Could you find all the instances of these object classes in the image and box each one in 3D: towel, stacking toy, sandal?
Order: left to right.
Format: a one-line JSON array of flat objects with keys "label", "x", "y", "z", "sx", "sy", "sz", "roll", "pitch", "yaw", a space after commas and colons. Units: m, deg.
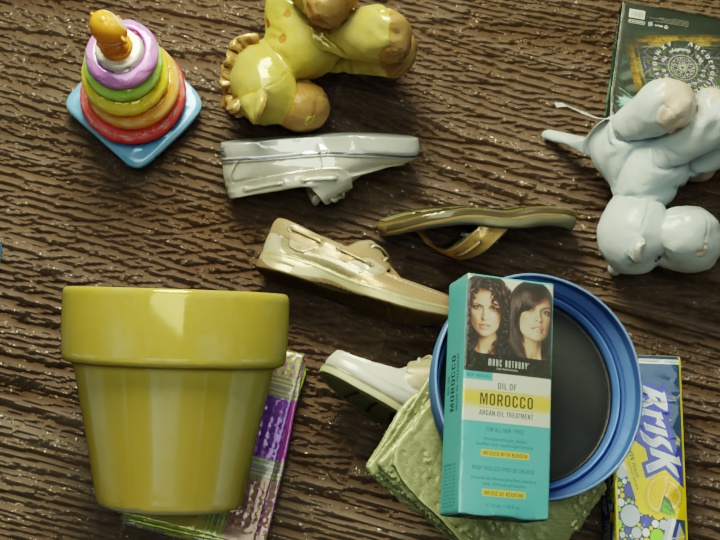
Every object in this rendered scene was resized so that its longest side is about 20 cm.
[{"label": "stacking toy", "x": -0.228, "y": -0.197, "z": 1.219, "sx": 0.116, "sy": 0.200, "sz": 0.110, "roll": 41, "pitch": 77, "yaw": 11}, {"label": "towel", "x": -0.139, "y": 0.162, "z": 1.207, "sx": 0.143, "sy": 0.023, "sz": 0.201, "roll": 12, "pitch": 73, "yaw": 3}, {"label": "sandal", "x": 0.116, "y": -0.037, "z": 1.253, "sx": 0.198, "sy": 0.080, "sz": 0.054, "roll": 0, "pitch": 95, "yaw": -6}, {"label": "towel", "x": 0.115, "y": 0.182, "z": 1.145, "sx": 0.200, "sy": 0.036, "sz": 0.149, "roll": 40, "pitch": 71, "yaw": -3}]

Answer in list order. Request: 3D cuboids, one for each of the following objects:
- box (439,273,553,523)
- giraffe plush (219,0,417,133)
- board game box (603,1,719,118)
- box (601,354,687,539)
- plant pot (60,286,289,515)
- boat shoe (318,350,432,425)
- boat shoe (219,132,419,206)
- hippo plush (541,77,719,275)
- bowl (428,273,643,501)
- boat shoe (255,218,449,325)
[{"label": "box", "x": 0.116, "y": 0.108, "z": 1.075, "sx": 0.082, "sy": 0.049, "sz": 0.201, "roll": 7, "pitch": 75, "yaw": -14}, {"label": "giraffe plush", "x": -0.063, "y": -0.209, "z": 1.260, "sx": 0.199, "sy": 0.173, "sz": 0.163, "roll": 31, "pitch": 90, "yaw": 6}, {"label": "board game box", "x": 0.359, "y": -0.197, "z": 1.322, "sx": 0.199, "sy": 0.028, "sz": 0.136, "roll": 11, "pitch": 74, "yaw": 1}, {"label": "box", "x": 0.262, "y": 0.182, "z": 1.188, "sx": 0.070, "sy": 0.064, "sz": 0.201, "roll": 2, "pitch": 74, "yaw": -1}, {"label": "plant pot", "x": -0.165, "y": 0.111, "z": 1.121, "sx": 0.199, "sy": 0.201, "sz": 0.190, "roll": 3, "pitch": 89, "yaw": 0}, {"label": "boat shoe", "x": 0.059, "y": 0.117, "z": 1.202, "sx": 0.199, "sy": 0.075, "sz": 0.069, "roll": 26, "pitch": 73, "yaw": -5}, {"label": "boat shoe", "x": -0.039, "y": -0.100, "z": 1.272, "sx": 0.198, "sy": 0.071, "sz": 0.070, "roll": -4, "pitch": 101, "yaw": -7}, {"label": "hippo plush", "x": 0.281, "y": -0.081, "z": 1.218, "sx": 0.198, "sy": 0.159, "sz": 0.162, "roll": 5, "pitch": 72, "yaw": 0}, {"label": "bowl", "x": 0.154, "y": 0.104, "z": 1.134, "sx": 0.199, "sy": 0.039, "sz": 0.202, "roll": 4, "pitch": 76, "yaw": -15}, {"label": "boat shoe", "x": 0.000, "y": 0.000, "z": 1.233, "sx": 0.199, "sy": 0.071, "sz": 0.065, "roll": 18, "pitch": 74, "yaw": 5}]
